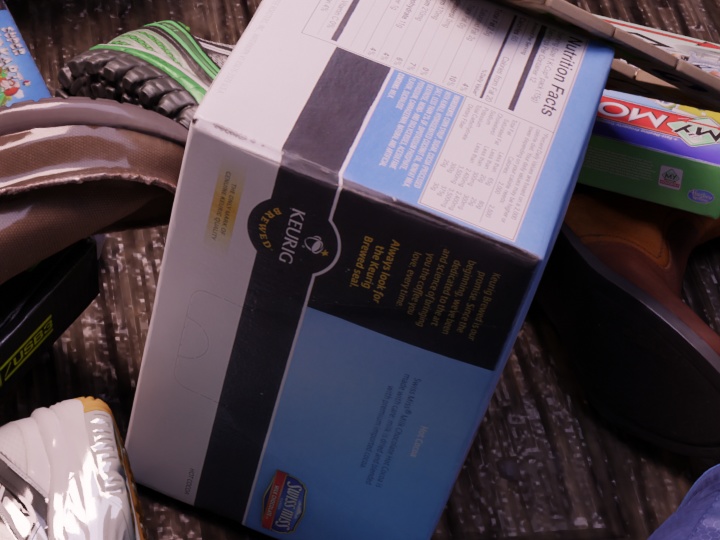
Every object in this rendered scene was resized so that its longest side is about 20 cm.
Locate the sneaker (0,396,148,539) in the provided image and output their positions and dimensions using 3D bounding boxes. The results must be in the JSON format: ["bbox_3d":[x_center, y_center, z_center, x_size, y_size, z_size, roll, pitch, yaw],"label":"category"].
[{"bbox_3d":[-0.112,0.142,0.666,0.087,0.076,0.201,-15,50,-5],"label":"sneaker"}]

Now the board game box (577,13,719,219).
[{"bbox_3d":[0.096,-0.090,0.910,0.199,0.029,0.135,16,32,17],"label":"board game box"}]

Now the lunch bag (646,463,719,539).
[{"bbox_3d":[0.160,0.183,0.647,0.199,0.136,0.132,32,48,12],"label":"lunch bag"}]

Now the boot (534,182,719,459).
[{"bbox_3d":[0.159,-0.008,0.886,0.199,0.069,0.188,-25,46,-39],"label":"boot"}]

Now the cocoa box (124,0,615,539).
[{"bbox_3d":[0.000,0.000,0.725,0.131,0.201,0.134,21,45,3],"label":"cocoa box"}]

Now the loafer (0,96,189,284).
[{"bbox_3d":[-0.153,-0.012,0.695,0.199,0.073,0.071,-10,71,-8],"label":"loafer"}]

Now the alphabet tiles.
[{"bbox_3d":[0.060,-0.104,0.783,0.167,0.008,0.200,20,1,-31],"label":"alphabet tiles"}]

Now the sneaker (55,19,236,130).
[{"bbox_3d":[-0.038,-0.062,0.858,0.199,0.078,0.085,31,47,14],"label":"sneaker"}]

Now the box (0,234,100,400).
[{"bbox_3d":[-0.237,0.011,0.731,0.200,0.048,0.193,33,59,14],"label":"box"}]

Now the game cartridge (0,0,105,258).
[{"bbox_3d":[-0.207,-0.073,0.853,0.129,0.038,0.200,-16,54,-22],"label":"game cartridge"}]
